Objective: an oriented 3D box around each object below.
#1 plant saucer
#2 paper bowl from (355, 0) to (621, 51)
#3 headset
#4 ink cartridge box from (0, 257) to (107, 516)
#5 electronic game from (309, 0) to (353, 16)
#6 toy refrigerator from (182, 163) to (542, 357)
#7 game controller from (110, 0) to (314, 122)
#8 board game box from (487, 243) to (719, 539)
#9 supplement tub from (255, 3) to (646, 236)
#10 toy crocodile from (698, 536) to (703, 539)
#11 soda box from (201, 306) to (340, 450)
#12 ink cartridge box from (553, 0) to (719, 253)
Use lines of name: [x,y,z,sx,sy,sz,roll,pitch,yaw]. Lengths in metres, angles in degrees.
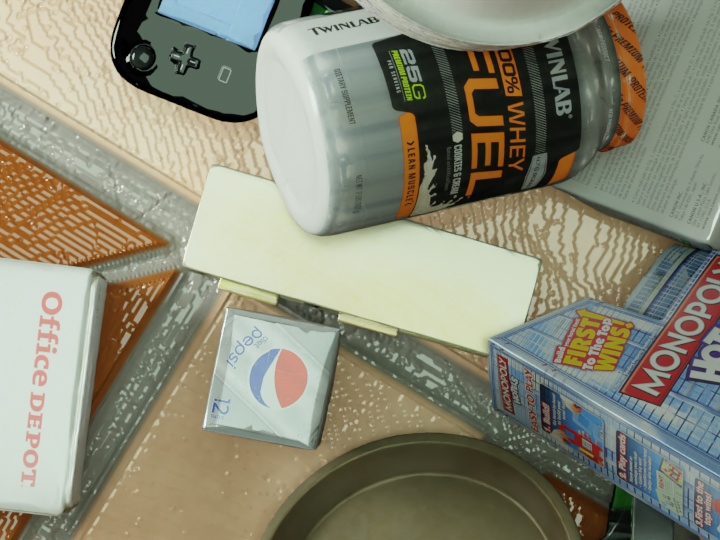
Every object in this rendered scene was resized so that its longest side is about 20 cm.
plant saucer: [0.033,0.187,1.319,0.200,0.029,0.200,-6,57,10]
paper bowl: [0.070,-0.215,1.173,0.200,0.104,0.201,-1,94,-9]
headset: [0.143,0.199,1.321,0.094,0.124,0.201,3,107,1]
ink cartridge box: [-0.256,0.061,1.337,0.199,0.083,0.146,7,88,0]
electronic game: [0.020,-0.212,1.366,0.199,0.042,0.201,0,85,3]
toy refrigerator: [0.000,0.000,1.346,0.200,0.076,0.070,17,88,0]
game controller: [-0.069,-0.190,1.339,0.104,0.042,0.200,22,91,12]
board game box: [0.184,0.056,1.285,0.200,0.062,0.200,19,48,24]
supplement tub: [0.051,-0.097,1.283,0.200,0.123,0.123,-14,88,-17]
toy crocodile: [0.229,0.127,1.347,0.062,0.067,0.201,10,85,19]
soda box: [-0.047,0.061,1.280,0.063,0.200,0.068,11,86,0]
ink cartridge box: [0.152,-0.119,1.377,0.200,0.050,0.161,22,86,20]
